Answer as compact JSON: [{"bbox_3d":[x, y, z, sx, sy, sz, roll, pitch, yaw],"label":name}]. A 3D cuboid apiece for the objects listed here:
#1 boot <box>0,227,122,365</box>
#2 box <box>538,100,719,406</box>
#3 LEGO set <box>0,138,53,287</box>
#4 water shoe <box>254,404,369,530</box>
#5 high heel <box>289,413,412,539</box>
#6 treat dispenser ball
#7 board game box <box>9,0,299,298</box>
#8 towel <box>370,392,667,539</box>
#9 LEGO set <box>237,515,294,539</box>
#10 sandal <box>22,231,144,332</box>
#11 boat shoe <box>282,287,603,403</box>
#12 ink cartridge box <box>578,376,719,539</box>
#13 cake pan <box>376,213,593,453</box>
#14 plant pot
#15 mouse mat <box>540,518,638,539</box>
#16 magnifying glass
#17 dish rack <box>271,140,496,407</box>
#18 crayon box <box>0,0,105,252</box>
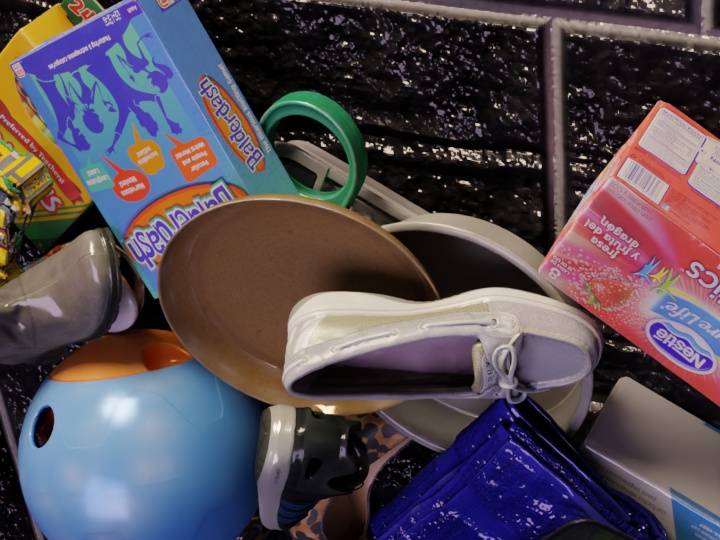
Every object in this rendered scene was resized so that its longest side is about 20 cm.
[{"bbox_3d":[-0.266,0.031,1.100,0.200,0.130,0.068,-38,61,49],"label":"boot"},{"bbox_3d":[0.224,0.005,0.899,0.200,0.103,0.095,36,135,3],"label":"box"},{"bbox_3d":[-0.334,-0.034,1.144,0.154,0.116,0.200,44,142,-2],"label":"LEGO set"},{"bbox_3d":[-0.034,0.152,1.083,0.078,0.072,0.200,6,162,2],"label":"water shoe"},{"bbox_3d":[0.009,0.185,1.188,0.142,0.071,0.201,1,114,39],"label":"high heel"},{"bbox_3d":[-0.173,0.147,1.188,0.200,0.201,0.202,17,130,21],"label":"treat dispenser ball"},{"bbox_3d":[-0.136,-0.086,1.024,0.152,0.045,0.201,-16,111,43],"label":"board game box"},{"bbox_3d":[0.100,0.186,1.036,0.148,0.050,0.200,44,136,3],"label":"towel"},{"bbox_3d":[-0.103,0.290,1.295,0.199,0.116,0.154,8,126,29],"label":"LEGO set"},{"bbox_3d":[-0.222,0.003,1.219,0.206,0.059,0.079,-2,117,59],"label":"sandal"},{"bbox_3d":[0.052,0.055,0.931,0.201,0.065,0.075,4,133,2],"label":"boat shoe"},{"bbox_3d":[0.201,0.197,1.068,0.144,0.085,0.200,30,135,11],"label":"ink cartridge box"},{"bbox_3d":[0.069,0.044,1.013,0.199,0.037,0.201,17,130,21],"label":"cake pan"},{"bbox_3d":[-0.037,0.021,0.990,0.199,0.028,0.201,8,134,9],"label":"plant pot"},{"bbox_3d":[0.157,0.239,1.025,0.160,0.008,0.200,27,136,-17],"label":"mouse mat"},{"bbox_3d":[-0.033,-0.032,1.031,0.079,0.022,0.201,15,130,22],"label":"magnifying glass"},{"bbox_3d":[0.000,0.000,1.079,0.199,0.044,0.172,32,133,9],"label":"dish rack"},{"bbox_3d":[-0.232,-0.114,1.137,0.127,0.051,0.200,47,134,-5],"label":"crayon box"}]
